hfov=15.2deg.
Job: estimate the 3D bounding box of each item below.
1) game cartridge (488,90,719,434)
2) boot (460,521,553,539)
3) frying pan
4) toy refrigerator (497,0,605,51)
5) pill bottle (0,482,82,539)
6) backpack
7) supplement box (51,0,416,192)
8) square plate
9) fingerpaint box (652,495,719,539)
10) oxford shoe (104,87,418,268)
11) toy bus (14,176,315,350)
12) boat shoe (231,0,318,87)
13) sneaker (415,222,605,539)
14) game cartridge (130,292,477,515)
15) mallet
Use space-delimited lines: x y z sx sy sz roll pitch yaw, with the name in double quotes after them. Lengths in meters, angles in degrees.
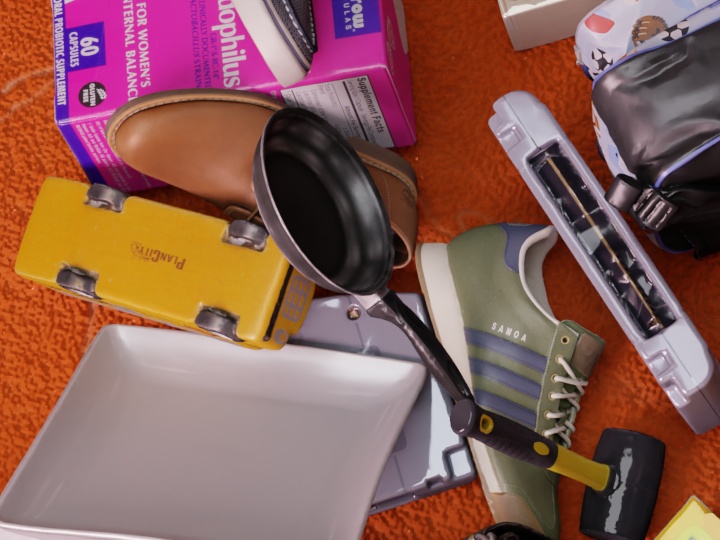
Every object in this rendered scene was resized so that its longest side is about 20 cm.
0.144 -0.003 1.522 0.041 0.133 0.200 -33 72 1 "game cartridge"
0.009 0.181 1.454 0.174 0.200 0.069 -30 74 27 "boot"
0.001 -0.013 1.513 0.031 0.190 0.115 -27 34 29 "frying pan"
0.100 -0.242 1.628 0.076 0.070 0.200 -15 74 6 "toy refrigerator"
-0.133 0.224 1.515 0.120 0.120 0.200 -31 77 1 "pill bottle"
0.209 -0.093 1.506 0.200 0.191 0.154 -24 66 -2 "backpack"
-0.075 -0.123 1.607 0.200 0.103 0.101 -9 64 7 "supplement box"
-0.080 0.102 1.504 0.200 0.028 0.198 7 33 12 "square plate"
0.204 0.253 1.475 0.200 0.073 0.167 40 85 18 "fingerpaint box"
-0.051 -0.050 1.550 0.200 0.071 0.071 16 43 -23 "oxford shoe"
-0.109 -0.002 1.565 0.200 0.078 0.065 15 82 35 "toy bus"
-0.038 -0.202 1.536 0.093 0.075 0.200 -24 60 8 "boat shoe"
0.100 0.062 1.547 0.090 0.067 0.200 -19 71 8 "sneaker"
-0.043 0.089 1.586 0.200 0.040 0.133 -18 76 6 "game cartridge"
0.104 0.112 1.474 0.041 0.200 0.066 7 85 36 "mallet"
